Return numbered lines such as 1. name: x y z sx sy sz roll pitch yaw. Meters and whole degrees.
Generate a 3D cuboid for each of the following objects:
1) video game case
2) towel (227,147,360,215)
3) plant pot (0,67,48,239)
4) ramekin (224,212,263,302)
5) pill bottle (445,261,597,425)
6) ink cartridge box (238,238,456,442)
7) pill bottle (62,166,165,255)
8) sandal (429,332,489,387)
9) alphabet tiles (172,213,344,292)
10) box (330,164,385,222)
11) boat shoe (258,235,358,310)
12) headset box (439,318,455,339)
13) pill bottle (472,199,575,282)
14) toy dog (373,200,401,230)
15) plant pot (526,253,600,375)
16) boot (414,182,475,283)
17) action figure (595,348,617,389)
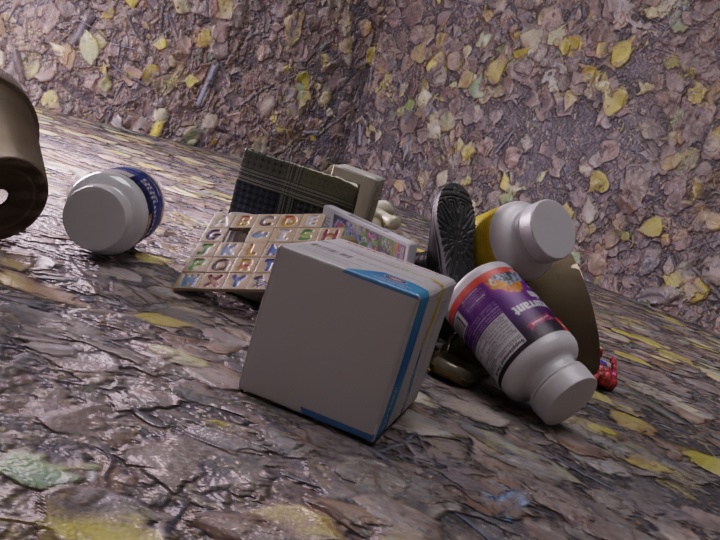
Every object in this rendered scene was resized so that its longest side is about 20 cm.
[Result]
1. video game case: 0.000 0.000 1.340 0.018 0.145 0.199 -4 21 -39
2. towel: -0.110 -0.076 1.437 0.198 0.194 0.035 19 20 7
3. plant pot: -0.471 -0.134 1.125 0.199 0.201 0.174 9 28 -48
4. ramekin: -0.129 -0.016 1.336 0.200 0.095 0.202 18 9 -3
5. pill bottle: 0.203 0.093 1.159 0.111 0.112 0.200 9 35 -47
6. ink cartridge box: -0.005 0.060 0.935 0.145 0.148 0.200 20 9 14
7. pill bottle: -0.337 -0.082 1.252 0.110 0.112 0.200 17 9 -4
8. sandal: 0.143 0.110 1.244 0.080 0.055 0.200 20 9 14
9. alphabet tiles: -0.126 -0.025 1.199 0.198 0.008 0.168 0 37 14
10. box: -0.029 -0.067 1.505 0.077 0.202 0.095 19 8 8
11. boat shoe: -0.052 0.021 1.216 0.064 0.072 0.200 38 44 12
12. headset box: 0.199 0.042 1.473 0.199 0.150 0.075 12 7 -38
13. pill bottle: 0.201 -0.032 1.283 0.110 0.113 0.199 13 -20 -29
14. toy dog: -0.009 -0.062 1.755 0.192 0.141 0.200 5 8 1
15. plant pot: 0.258 0.075 1.369 0.133 0.202 0.200 -14 11 -2
16. boot: 0.082 -0.019 1.315 0.065 0.167 0.200 9 -18 -27
17. action figure: 0.387 0.156 1.512 0.065 0.052 0.200 22 11 1
